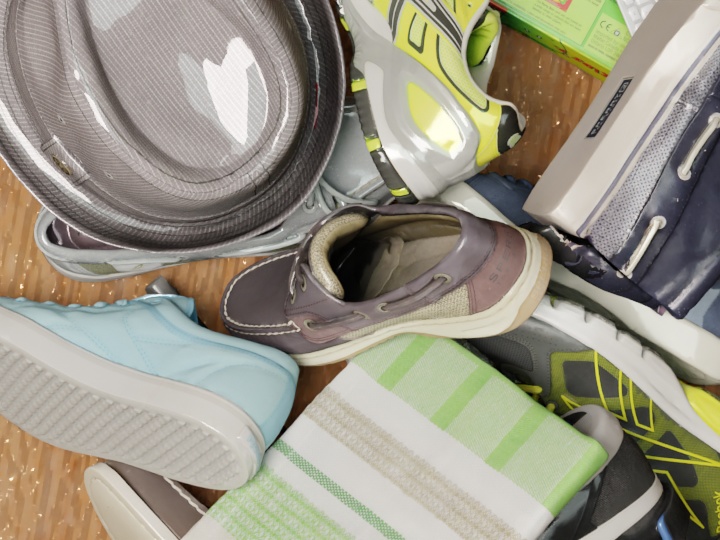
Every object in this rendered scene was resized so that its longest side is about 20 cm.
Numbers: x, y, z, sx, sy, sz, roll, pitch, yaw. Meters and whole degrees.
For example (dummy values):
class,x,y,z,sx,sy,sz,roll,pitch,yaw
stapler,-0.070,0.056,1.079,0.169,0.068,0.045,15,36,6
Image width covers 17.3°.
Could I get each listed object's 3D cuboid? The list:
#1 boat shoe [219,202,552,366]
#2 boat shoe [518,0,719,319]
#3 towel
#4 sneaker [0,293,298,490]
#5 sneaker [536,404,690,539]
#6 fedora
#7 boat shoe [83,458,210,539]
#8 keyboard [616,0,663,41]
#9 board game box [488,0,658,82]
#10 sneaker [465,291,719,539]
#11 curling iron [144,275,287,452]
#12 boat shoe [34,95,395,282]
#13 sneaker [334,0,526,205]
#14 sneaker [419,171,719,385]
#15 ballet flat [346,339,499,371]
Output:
class,x,y,z,sx,sy,sz,roll,pitch,yaw
boat shoe,0.000,0.000,1.137,0.065,0.200,0.072,39,60,-36
boat shoe,0.166,-0.071,1.145,0.093,0.075,0.200,36,87,-13
towel,0.004,0.125,1.111,0.200,0.031,0.149,-45,50,-10
sneaker,-0.120,0.045,1.178,0.199,0.074,0.082,21,49,21
sneaker,0.076,0.169,1.136,0.200,0.073,0.112,-41,105,4
fedora,-0.096,-0.103,1.111,0.177,0.090,0.200,-32,94,-6
boat shoe,-0.056,0.161,1.190,0.200,0.072,0.060,46,67,4
keyboard,0.161,-0.125,1.180,0.056,0.011,0.201,-23,92,-3
board game box,0.159,-0.137,1.209,0.200,0.048,0.102,30,88,-3
sneaker,0.119,0.076,1.179,0.200,0.074,0.085,32,84,-13
curling iron,-0.040,0.081,1.206,0.200,0.026,0.050,50,129,2
boat shoe,-0.065,-0.040,1.188,0.201,0.065,0.075,-13,91,-4
sneaker,0.029,-0.129,1.167,0.076,0.075,0.201,-17,69,10
sneaker,0.119,-0.022,1.199,0.200,0.075,0.085,30,81,-10
ballet flat,0.050,0.073,1.196,0.072,0.072,0.200,-32,91,-2
